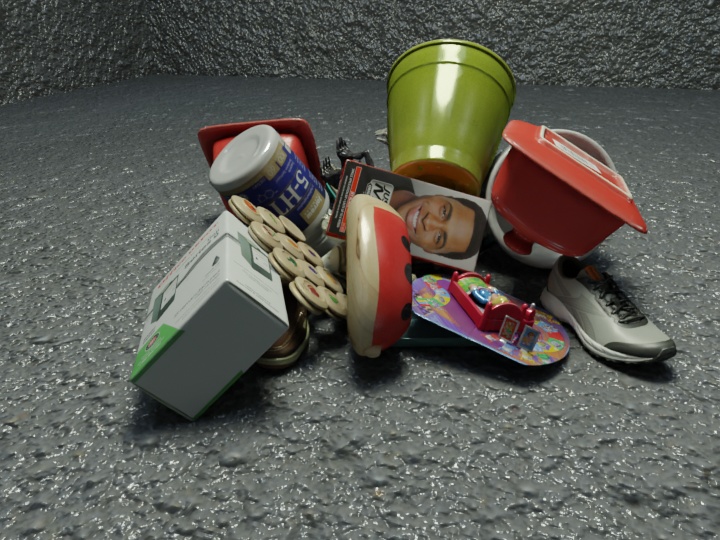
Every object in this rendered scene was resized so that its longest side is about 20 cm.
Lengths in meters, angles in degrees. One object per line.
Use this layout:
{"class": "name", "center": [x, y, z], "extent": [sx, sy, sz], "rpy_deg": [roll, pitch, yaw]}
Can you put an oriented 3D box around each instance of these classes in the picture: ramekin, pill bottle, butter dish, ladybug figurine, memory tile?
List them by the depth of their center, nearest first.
{"class": "ladybug figurine", "center": [0.020, 0.004, 0.669], "extent": [0.072, 0.136, 0.200], "rpy_deg": [0, 64, -2]}
{"class": "memory tile", "center": [-0.077, -0.013, 0.734], "extent": [0.200, 0.017, 0.153], "rpy_deg": [50, 11, 27]}
{"class": "butter dish", "center": [0.240, -0.084, 0.752], "extent": [0.200, 0.148, 0.199], "rpy_deg": [34, 27, 4]}
{"class": "pill bottle", "center": [-0.117, -0.106, 0.875], "extent": [0.120, 0.200, 0.120], "rpy_deg": [-23, 43, 23]}
{"class": "ramekin", "center": [0.275, -0.109, 0.887], "extent": [0.200, 0.201, 0.098], "rpy_deg": [-3, 10, -4]}
{"class": "butter dish", "center": [-0.172, -0.146, 1.021], "extent": [0.200, 0.200, 0.148], "rpy_deg": [-4, 55, 6]}

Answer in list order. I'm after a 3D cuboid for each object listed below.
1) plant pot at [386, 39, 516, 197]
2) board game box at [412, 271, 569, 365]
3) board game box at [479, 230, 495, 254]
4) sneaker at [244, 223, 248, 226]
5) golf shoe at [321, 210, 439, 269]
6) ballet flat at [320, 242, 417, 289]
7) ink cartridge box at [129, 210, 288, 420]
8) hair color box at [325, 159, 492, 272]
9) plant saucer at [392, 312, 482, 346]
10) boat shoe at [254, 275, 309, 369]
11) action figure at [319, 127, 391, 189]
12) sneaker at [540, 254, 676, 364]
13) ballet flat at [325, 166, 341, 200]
{"class": "plant pot", "center": [0.122, -0.194, 0.866], "extent": [0.200, 0.200, 0.193], "rpy_deg": [5, 62, 13]}
{"class": "board game box", "center": [0.158, 0.036, 0.696], "extent": [0.200, 0.039, 0.158], "rpy_deg": [25, 27, 20]}
{"class": "board game box", "center": [0.150, -0.082, 1.026], "extent": [0.200, 0.028, 0.135], "rpy_deg": [16, 30, 32]}
{"class": "sneaker", "center": [-0.180, -0.042, 0.885], "extent": [0.077, 0.091, 0.200], "rpy_deg": [4, 26, 10]}
{"class": "golf shoe", "center": [0.039, -0.037, 0.864], "extent": [0.200, 0.097, 0.078], "rpy_deg": [7, 44, 0]}
{"class": "ballet flat", "center": [0.000, 0.000, 0.806], "extent": [0.200, 0.075, 0.068], "rpy_deg": [19, 39, 36]}
{"class": "ink cartridge box", "center": [-0.164, 0.039, 0.643], "extent": [0.146, 0.084, 0.200], "rpy_deg": [-45, 26, 9]}
{"class": "hair color box", "center": [0.063, -0.070, 0.780], "extent": [0.200, 0.102, 0.061], "rpy_deg": [14, -1, -6]}
{"class": "plant saucer", "center": [0.103, 0.072, 0.720], "extent": [0.200, 0.019, 0.070], "rpy_deg": [0, 26, 1]}
{"class": "boat shoe", "center": [-0.100, 0.040, 0.727], "extent": [0.075, 0.075, 0.202], "rpy_deg": [-1, 26, 0]}
{"class": "action figure", "center": [0.022, -0.167, 0.969], "extent": [0.200, 0.102, 0.119], "rpy_deg": [20, 61, 36]}
{"class": "sneaker", "center": [0.288, 0.045, 0.699], "extent": [0.074, 0.079, 0.200], "rpy_deg": [-9, 28, -19]}
{"class": "ballet flat", "center": [-0.040, -0.168, 1.161], "extent": [0.069, 0.070, 0.200], "rpy_deg": [-10, 28, -19]}
